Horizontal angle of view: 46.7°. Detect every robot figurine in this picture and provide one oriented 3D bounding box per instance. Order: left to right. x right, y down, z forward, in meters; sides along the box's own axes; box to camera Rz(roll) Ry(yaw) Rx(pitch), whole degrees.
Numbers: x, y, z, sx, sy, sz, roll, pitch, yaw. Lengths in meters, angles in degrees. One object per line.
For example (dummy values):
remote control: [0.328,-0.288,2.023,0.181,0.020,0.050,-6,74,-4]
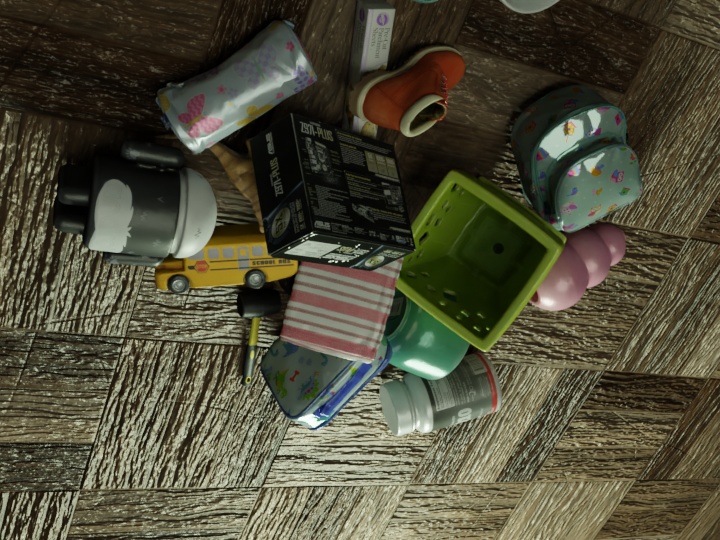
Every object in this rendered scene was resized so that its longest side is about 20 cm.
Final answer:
robot figurine: [-0.285,-0.082,1.066,0.199,0.125,0.150,6,164,-22]

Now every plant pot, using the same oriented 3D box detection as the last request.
plant pot: [0.187,-0.025,1.264,0.199,0.200,0.181,-57,166,20]

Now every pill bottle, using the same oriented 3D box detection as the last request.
pill bottle: [0.143,0.227,1.508,0.199,0.114,0.114,-14,130,-15]

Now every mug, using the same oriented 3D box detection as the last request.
mug: [0.084,0.100,1.358,0.114,0.152,0.185,25,114,-28]

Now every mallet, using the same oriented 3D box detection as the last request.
mallet: [-0.162,0.109,1.333,0.066,0.041,0.200,-12,134,-19]

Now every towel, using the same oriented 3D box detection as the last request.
towel: [-0.024,0.024,1.210,0.146,0.030,0.201,16,94,-5]

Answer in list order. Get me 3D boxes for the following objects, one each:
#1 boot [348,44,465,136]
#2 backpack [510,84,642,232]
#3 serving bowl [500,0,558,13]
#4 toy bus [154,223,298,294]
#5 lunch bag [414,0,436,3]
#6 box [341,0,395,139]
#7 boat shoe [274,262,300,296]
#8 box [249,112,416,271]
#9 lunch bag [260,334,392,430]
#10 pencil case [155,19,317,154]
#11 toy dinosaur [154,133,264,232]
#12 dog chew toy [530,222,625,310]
boot: [0.091,-0.235,1.110,0.200,0.107,0.075,-35,141,-33]
backpack: [0.328,-0.171,1.268,0.175,0.153,0.200,-26,124,2]
serving bowl: [0.221,-0.435,1.056,0.200,0.066,0.200,-27,139,-25]
toy bus: [-0.189,-0.020,1.179,0.199,0.065,0.079,-4,116,-8]
lunch bag: [0.046,-0.413,0.997,0.200,0.077,0.161,9,120,-30]
box: [0.008,-0.261,1.122,0.041,0.039,0.200,-7,127,-23]
boat shoe: [-0.057,-0.041,1.246,0.075,0.062,0.200,27,109,-35]
box: [-0.034,-0.097,1.096,0.086,0.164,0.200,-24,160,38]
lunch bag: [-0.055,0.141,1.314,0.200,0.161,0.082,-47,136,7]
pencil case: [-0.154,-0.229,1.043,0.200,0.091,0.083,-30,172,1]
toy dinosaur: [-0.161,-0.139,1.111,0.200,0.060,0.106,50,62,-15]
dog chew toy: [0.368,-0.016,1.428,0.200,0.125,0.125,-29,132,-13]
